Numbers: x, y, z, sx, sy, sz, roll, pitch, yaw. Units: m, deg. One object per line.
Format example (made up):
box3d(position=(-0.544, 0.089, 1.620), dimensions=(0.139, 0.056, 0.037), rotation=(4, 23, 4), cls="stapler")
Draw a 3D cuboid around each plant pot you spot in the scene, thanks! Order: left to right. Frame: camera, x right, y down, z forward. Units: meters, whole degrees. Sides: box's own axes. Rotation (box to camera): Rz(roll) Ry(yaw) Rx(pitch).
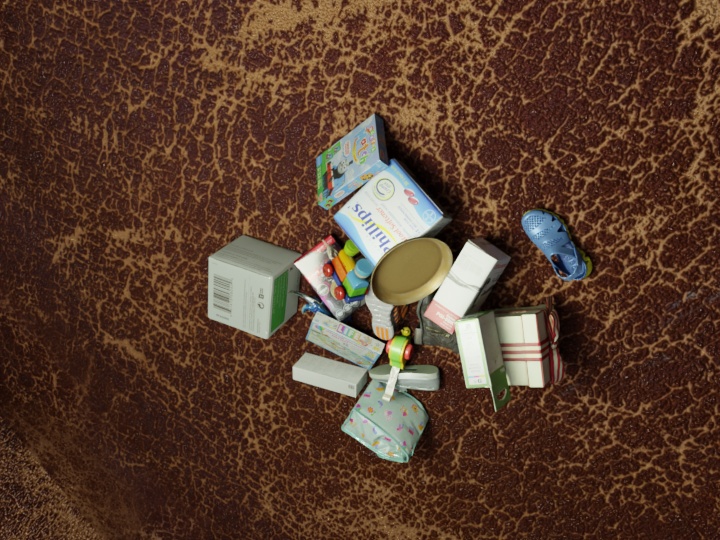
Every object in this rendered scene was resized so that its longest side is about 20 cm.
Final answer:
box3d(position=(0.113, -0.002, 1.451), dimensions=(0.200, 0.200, 0.028), rotation=(-64, 37, 33), cls="plant pot")

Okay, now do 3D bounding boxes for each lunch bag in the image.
box3d(position=(0.076, 0.412, 1.751), dimensions=(0.200, 0.170, 0.122), rotation=(33, 129, 6), cls="lunch bag")

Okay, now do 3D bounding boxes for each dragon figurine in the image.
box3d(position=(-0.103, 0.099, 1.730), dimensions=(0.099, 0.059, 0.200), rotation=(-10, 133, 38), cls="dragon figurine")

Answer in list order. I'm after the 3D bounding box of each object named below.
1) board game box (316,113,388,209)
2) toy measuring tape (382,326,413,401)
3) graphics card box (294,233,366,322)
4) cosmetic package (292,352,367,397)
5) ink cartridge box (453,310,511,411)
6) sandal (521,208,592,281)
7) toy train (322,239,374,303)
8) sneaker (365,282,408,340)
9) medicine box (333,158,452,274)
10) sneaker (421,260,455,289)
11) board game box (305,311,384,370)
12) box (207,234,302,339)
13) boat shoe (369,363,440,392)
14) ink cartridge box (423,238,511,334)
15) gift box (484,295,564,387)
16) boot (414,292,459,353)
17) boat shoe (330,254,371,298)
box3d(position=(-0.023, -0.254, 1.504), dimensions=(0.200, 0.152, 0.037), rotation=(-30, 138, 33), cls="board game box")
box3d(position=(0.091, 0.241, 1.675), dimensions=(0.073, 0.074, 0.200), rotation=(16, 81, 19), cls="toy measuring tape")
box3d(position=(-0.066, 0.020, 1.677), dimensions=(0.125, 0.051, 0.200), rotation=(-36, 96, 4), cls="graphics card box")
box3d(position=(-0.087, 0.298, 1.830), dimensions=(0.200, 0.083, 0.051), rotation=(12, 121, 21), cls="cosmetic package")
box3d(position=(0.264, 0.194, 1.385), dimensions=(0.059, 0.104, 0.201), rotation=(-12, 89, 30), cls="ink cartridge box")
box3d(position=(0.431, -0.052, 1.410), dimensions=(0.200, 0.087, 0.079), rotation=(47, 126, 2), cls="sandal")
box3d(position=(-0.038, -0.033, 1.539), dimensions=(0.200, 0.084, 0.116), rotation=(62, 143, 27), cls="toy train")
box3d(position=(0.070, 0.070, 1.622), dimensions=(0.077, 0.112, 0.200), rotation=(16, 133, 21), cls="sneaker")
box3d(position=(0.075, -0.122, 1.486), dimensions=(0.200, 0.103, 0.182), rotation=(-43, 77, 15), cls="medicine box")
box3d(position=(0.138, 0.000, 1.552), dimensions=(0.199, 0.082, 0.074), rotation=(5, 120, 3), cls="sneaker")
box3d(position=(-0.044, 0.192, 1.732), dimensions=(0.200, 0.034, 0.135), rotation=(26, 151, 0), cls="board game box")
box3d(position=(-0.289, 0.042, 1.751), dimensions=(0.200, 0.171, 0.199), rotation=(18, 120, 17), cls="box")
box3d(position=(0.119, 0.298, 1.736), dimensions=(0.200, 0.070, 0.072), rotation=(-2, 108, 24), cls="boat shoe")
box3d(position=(0.247, 0.034, 1.468), dimensions=(0.083, 0.147, 0.200), rotation=(35, 108, 20), cls="ink cartridge box")
box3d(position=(0.373, 0.162, 1.488), dimensions=(0.186, 0.200, 0.185), rotation=(-5, 98, 32), cls="gift box")
box3d(position=(0.230, 0.128, 1.614), dimensions=(0.174, 0.069, 0.200), rotation=(11, 122, 15), cls="boot")
box3d(position=(0.000, 0.000, 1.615), dimensions=(0.073, 0.063, 0.200), rotation=(44, 99, -5), cls="boat shoe")
